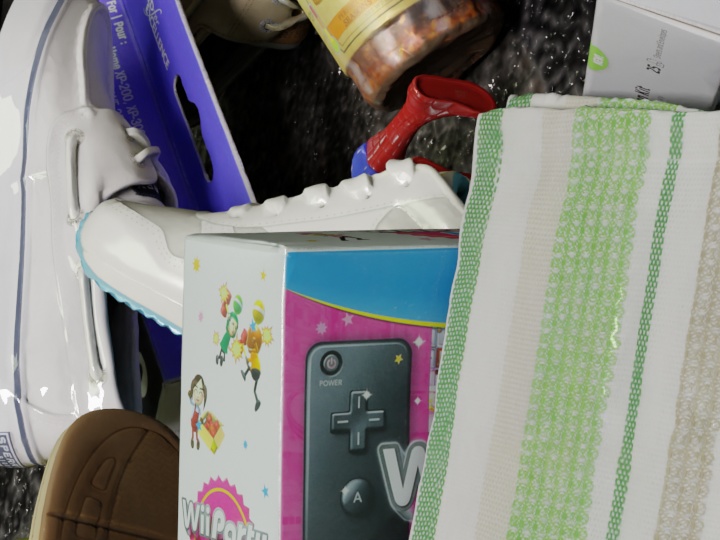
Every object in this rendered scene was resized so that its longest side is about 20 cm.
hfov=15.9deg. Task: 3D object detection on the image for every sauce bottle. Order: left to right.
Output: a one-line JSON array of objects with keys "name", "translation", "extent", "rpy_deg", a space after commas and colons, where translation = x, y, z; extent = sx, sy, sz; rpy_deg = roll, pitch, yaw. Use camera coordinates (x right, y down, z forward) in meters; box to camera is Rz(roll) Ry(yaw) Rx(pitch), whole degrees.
[{"name": "sauce bottle", "translation": [-0.023, -0.155, 0.965], "extent": [0.200, 0.066, 0.066], "rpy_deg": [55, 133, 12]}]

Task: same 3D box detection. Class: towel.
[{"name": "towel", "translation": [0.075, 0.032, 0.631], "extent": [0.200, 0.031, 0.150], "rpy_deg": [11, 91, 64]}]

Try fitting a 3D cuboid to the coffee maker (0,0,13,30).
[{"name": "coffee maker", "translation": [-0.155, -0.121, 1.182], "extent": [0.135, 0.191, 0.201], "rpy_deg": [-104, 20, -54]}]

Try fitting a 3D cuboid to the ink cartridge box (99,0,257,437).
[{"name": "ink cartridge box", "translation": [-0.093, -0.010, 1.038], "extent": [0.200, 0.043, 0.199], "rpy_deg": [110, 145, -50]}]

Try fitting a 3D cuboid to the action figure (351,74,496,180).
[{"name": "action figure", "translation": [-0.006, 0.005, 0.977], "extent": [0.200, 0.052, 0.066], "rpy_deg": [-47, 36, 48]}]

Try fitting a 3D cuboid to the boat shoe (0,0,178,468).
[{"name": "boat shoe", "translation": [-0.100, -0.021, 0.954], "extent": [0.065, 0.074, 0.201], "rpy_deg": [-5, 67, 12]}]

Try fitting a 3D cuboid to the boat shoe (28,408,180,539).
[{"name": "boat shoe", "translation": [-0.086, 0.146, 0.824], "extent": [0.072, 0.072, 0.201], "rpy_deg": [-27, 63, 50]}]

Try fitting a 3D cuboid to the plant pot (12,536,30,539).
[{"name": "plant pot", "translation": [-0.133, 0.181, 1.020], "extent": [0.200, 0.187, 0.188], "rpy_deg": [-34, 50, 32]}]

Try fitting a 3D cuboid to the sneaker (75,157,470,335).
[{"name": "sneaker", "translation": [0.000, 0.000, 0.869], "extent": [0.199, 0.076, 0.081], "rpy_deg": [14, 92, 16]}]

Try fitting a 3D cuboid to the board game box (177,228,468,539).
[{"name": "board game box", "translation": [0.024, 0.088, 0.760], "extent": [0.064, 0.147, 0.201], "rpy_deg": [7, 98, 60]}]

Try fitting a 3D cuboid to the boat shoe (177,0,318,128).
[{"name": "boat shoe", "translation": [-0.038, -0.125, 1.067], "extent": [0.200, 0.075, 0.069], "rpy_deg": [-35, 74, 43]}]

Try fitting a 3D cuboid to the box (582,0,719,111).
[{"name": "box", "translation": [0.103, -0.110, 0.713], "extent": [0.200, 0.041, 0.156], "rpy_deg": [79, -149, -79]}]
